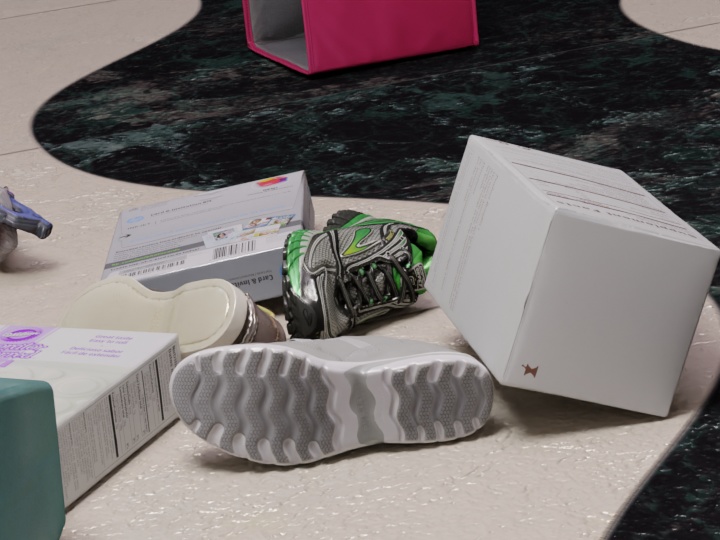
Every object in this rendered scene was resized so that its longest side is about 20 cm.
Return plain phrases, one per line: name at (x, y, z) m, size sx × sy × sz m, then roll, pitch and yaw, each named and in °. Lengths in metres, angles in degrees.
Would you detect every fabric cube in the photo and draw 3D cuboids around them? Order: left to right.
fabric cube at (-0.008, -0.333, 2.449) m, size 0.199 × 0.200 × 0.196 m, roll -12°, pitch 18°, yaw -19°

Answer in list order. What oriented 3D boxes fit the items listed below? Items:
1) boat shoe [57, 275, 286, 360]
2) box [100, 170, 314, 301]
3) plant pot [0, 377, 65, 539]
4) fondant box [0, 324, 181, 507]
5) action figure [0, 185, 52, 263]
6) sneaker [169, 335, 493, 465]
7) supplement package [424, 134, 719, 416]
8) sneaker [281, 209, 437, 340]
boat shoe at (-0.133, 0.044, 1.571) m, size 0.200 × 0.072 × 0.059 m, roll -5°, pitch -27°, yaw 46°
box at (-0.114, -0.018, 1.756) m, size 0.156 × 0.041 × 0.200 m, roll -13°, pitch 19°, yaw 2°
plant pot at (-0.252, 0.126, 1.242) m, size 0.141 × 0.142 × 0.200 m, roll 2°, pitch 16°, yaw 24°
fondant box at (-0.219, 0.096, 1.446) m, size 0.144 × 0.058 × 0.200 m, roll 2°, pitch 19°, yaw 24°
action figure at (-0.360, -0.038, 1.832) m, size 0.200 × 0.105 × 0.193 m, roll 32°, pitch 30°, yaw 23°
sneaker at (-0.021, 0.078, 1.436) m, size 0.200 × 0.075 × 0.082 m, roll 3°, pitch 11°, yaw -9°
supplement package at (0.132, 0.000, 1.482) m, size 0.117 × 0.117 × 0.200 m, roll 13°, pitch 14°, yaw -16°
sneaker at (0.000, 0.000, 1.632) m, size 0.085 × 0.078 × 0.200 m, roll 2°, pitch 19°, yaw 21°
